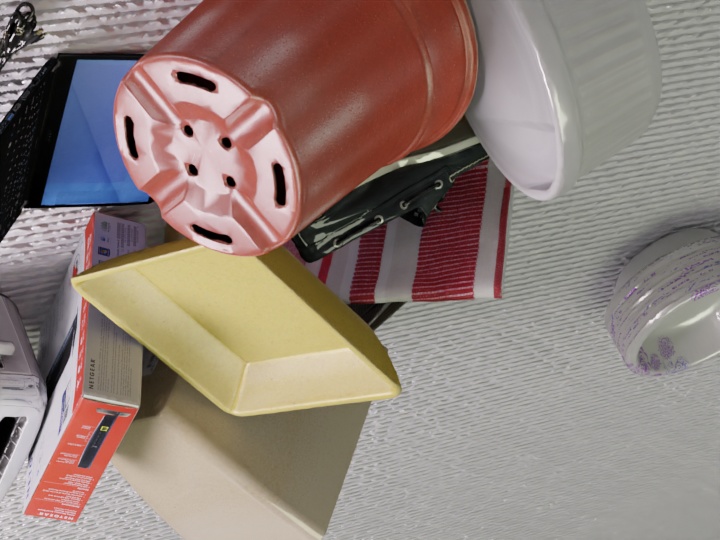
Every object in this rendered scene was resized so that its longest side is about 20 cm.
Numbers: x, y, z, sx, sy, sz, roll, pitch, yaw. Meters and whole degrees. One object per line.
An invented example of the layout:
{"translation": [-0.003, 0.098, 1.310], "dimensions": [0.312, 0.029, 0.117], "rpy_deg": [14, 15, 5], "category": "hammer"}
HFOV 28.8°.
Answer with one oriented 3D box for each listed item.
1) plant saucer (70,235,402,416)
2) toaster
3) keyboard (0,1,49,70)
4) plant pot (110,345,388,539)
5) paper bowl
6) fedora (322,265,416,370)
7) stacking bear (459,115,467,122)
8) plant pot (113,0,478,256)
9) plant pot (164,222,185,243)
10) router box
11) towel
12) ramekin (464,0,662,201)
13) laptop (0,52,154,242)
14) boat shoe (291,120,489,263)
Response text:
{"translation": [-0.090, 0.034, 1.081], "dimensions": [0.199, 0.049, 0.200], "rpy_deg": [-12, 135, 42], "category": "plant saucer"}
{"translation": [-0.353, 0.122, 1.219], "dimensions": [0.113, 0.129, 0.201], "rpy_deg": [9, 121, -40], "category": "toaster"}
{"translation": [-0.302, -0.155, 0.979], "dimensions": [0.127, 0.021, 0.200], "rpy_deg": [20, 128, -42], "category": "keyboard"}
{"translation": [-0.126, 0.124, 1.283], "dimensions": [0.177, 0.200, 0.200], "rpy_deg": [37, 148, -29], "category": "plant pot"}
{"translation": [0.381, 0.029, 1.650], "dimensions": [0.200, 0.105, 0.201], "rpy_deg": [-18, 148, -12], "category": "paper bowl"}
{"translation": [0.000, 0.000, 1.197], "dimensions": [0.200, 0.090, 0.177], "rpy_deg": [-39, 174, -39], "category": "fedora"}
{"translation": [0.082, -0.154, 1.171], "dimensions": [0.121, 0.114, 0.200], "rpy_deg": [-20, 144, -8], "category": "stacking bear"}
{"translation": [-0.052, -0.121, 0.955], "dimensions": [0.195, 0.200, 0.201], "rpy_deg": [-47, 168, -42], "category": "plant pot"}
{"translation": [-0.077, -0.027, 1.271], "dimensions": [0.199, 0.028, 0.201], "rpy_deg": [-8, 133, -9], "category": "plant pot"}
{"translation": [-0.236, 0.084, 1.205], "dimensions": [0.049, 0.201, 0.180], "rpy_deg": [14, 135, -21], "category": "router box"}
{"translation": [0.021, -0.035, 1.126], "dimensions": [0.199, 0.145, 0.023], "rpy_deg": [-2, 143, 16], "category": "towel"}
{"translation": [0.131, -0.158, 0.990], "dimensions": [0.094, 0.203, 0.203], "rpy_deg": [-23, 149, -11], "category": "ramekin"}
{"translation": [-0.220, -0.068, 1.083], "dimensions": [0.103, 0.200, 0.178], "rpy_deg": [24, 135, -3], "category": "laptop"}
{"translation": [0.029, -0.061, 1.087], "dimensions": [0.199, 0.074, 0.066], "rpy_deg": [-25, 112, -27], "category": "boat shoe"}
